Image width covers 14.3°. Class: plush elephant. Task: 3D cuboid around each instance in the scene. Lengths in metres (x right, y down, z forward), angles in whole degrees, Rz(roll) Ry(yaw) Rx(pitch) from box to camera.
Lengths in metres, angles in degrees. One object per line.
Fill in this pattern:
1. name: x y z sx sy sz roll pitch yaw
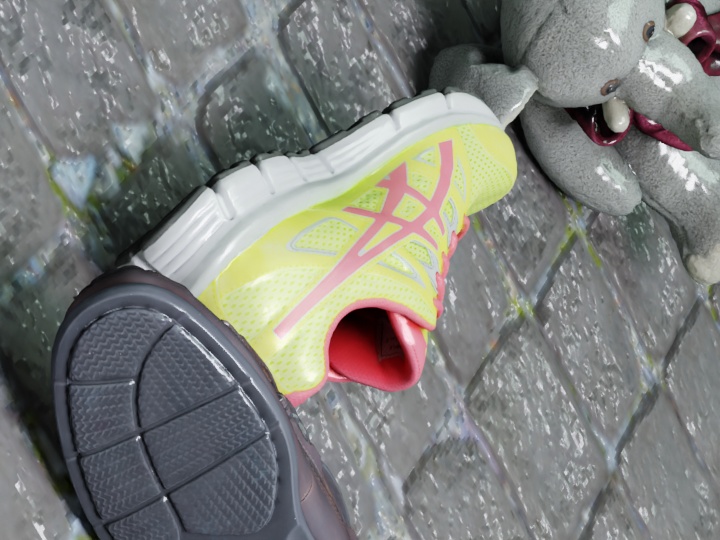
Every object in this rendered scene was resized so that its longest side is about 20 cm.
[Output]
1. plush elephant: 0.116 -0.096 1.198 0.200 0.165 0.155 37 19 0

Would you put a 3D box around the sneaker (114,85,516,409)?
1. sneaker: 0.000 0.000 1.007 0.200 0.078 0.090 -26 79 -50

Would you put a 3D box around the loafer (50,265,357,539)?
1. loafer: -0.041 0.076 0.928 0.200 0.072 0.063 60 10 -27
